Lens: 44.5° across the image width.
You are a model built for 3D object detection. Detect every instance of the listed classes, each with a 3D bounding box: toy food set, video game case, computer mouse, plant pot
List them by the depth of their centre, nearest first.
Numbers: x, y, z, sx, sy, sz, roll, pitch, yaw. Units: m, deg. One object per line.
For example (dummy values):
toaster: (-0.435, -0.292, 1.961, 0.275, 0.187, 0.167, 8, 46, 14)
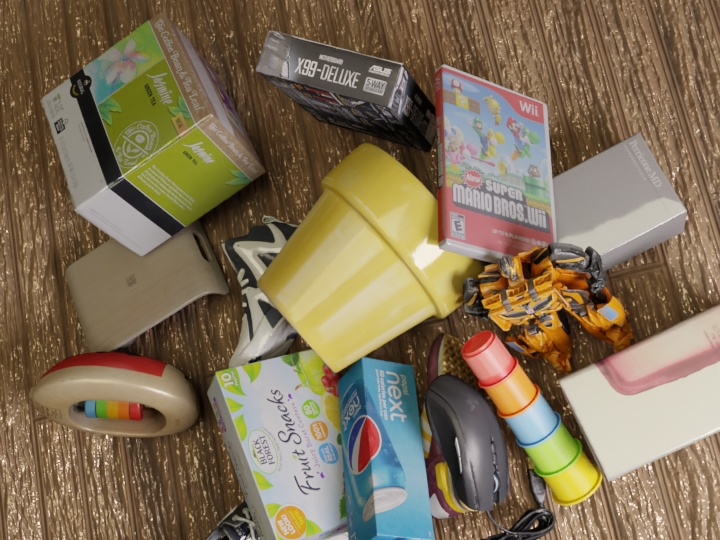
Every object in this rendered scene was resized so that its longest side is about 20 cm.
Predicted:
video game case: (0.138, -0.101, 0.896, 0.017, 0.142, 0.201, -31, 52, 53)
computer mouse: (0.147, 0.196, 0.913, 0.046, 0.140, 0.201, -27, 75, 46)
plant pot: (0.000, 0.000, 0.943, 0.189, 0.201, 0.201, -42, 72, -5)
toy food set: (-0.273, 0.022, 1.112, 0.200, 0.060, 0.144, -31, 62, 7)

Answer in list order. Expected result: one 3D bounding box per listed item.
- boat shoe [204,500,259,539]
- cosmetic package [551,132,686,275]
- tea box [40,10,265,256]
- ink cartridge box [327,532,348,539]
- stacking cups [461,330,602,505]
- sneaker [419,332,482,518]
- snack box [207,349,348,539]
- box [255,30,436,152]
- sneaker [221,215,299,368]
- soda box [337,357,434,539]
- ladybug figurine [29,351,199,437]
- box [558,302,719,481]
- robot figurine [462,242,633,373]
boat shoe: (-0.129, 0.300, 1.008, 0.200, 0.068, 0.072, -41, 73, 4)
cosmetic package: (0.240, -0.049, 0.957, 0.200, 0.090, 0.107, -31, 70, 11)
tea box: (-0.254, -0.165, 1.070, 0.196, 0.134, 0.200, -33, 57, 6)
ink cartridge box: (-0.058, 0.354, 0.979, 0.094, 0.037, 0.201, 23, 84, -6)
stacking cups: (0.173, 0.148, 0.909, 0.060, 0.061, 0.200, -34, 101, 7)
sneaker: (0.083, 0.169, 0.969, 0.090, 0.075, 0.201, -24, 55, 38)
snack box: (-0.069, 0.194, 0.965, 0.142, 0.053, 0.201, -12, 62, -29)
box: (-0.006, -0.197, 0.993, 0.157, 0.200, 0.050, 19, 90, 19)
sneaker: (-0.128, 0.023, 1.052, 0.129, 0.079, 0.200, 29, 89, 20)
soda box: (0.024, 0.196, 0.931, 0.064, 0.068, 0.201, -51, 34, 44)
ladybug figurine: (-0.290, 0.145, 1.049, 0.199, 0.136, 0.072, 7, 53, -9)
box: (0.314, 0.120, 0.884, 0.199, 0.128, 0.109, -27, 73, 9)
robot figurine: (0.193, 0.039, 0.884, 0.145, 0.200, 0.058, -25, 54, 28)
